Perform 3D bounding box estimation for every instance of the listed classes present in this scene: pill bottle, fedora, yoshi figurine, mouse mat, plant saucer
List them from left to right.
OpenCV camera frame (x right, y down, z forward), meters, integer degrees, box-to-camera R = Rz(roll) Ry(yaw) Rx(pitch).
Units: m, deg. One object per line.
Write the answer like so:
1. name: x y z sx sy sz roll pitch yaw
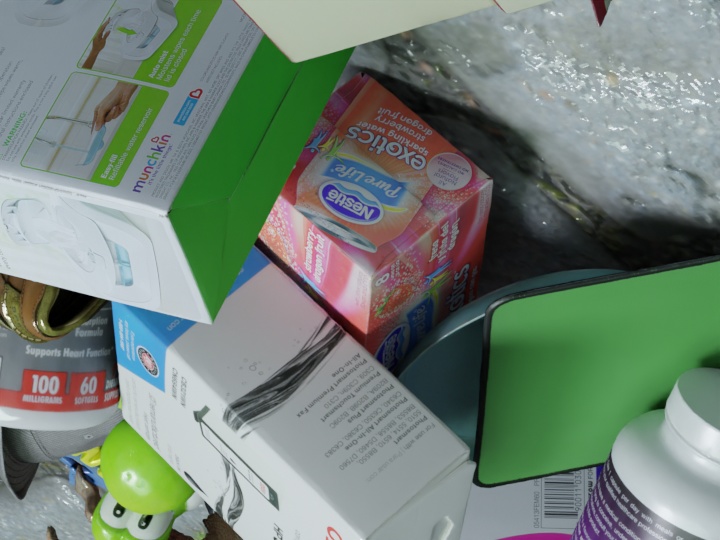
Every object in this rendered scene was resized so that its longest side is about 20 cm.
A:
1. pill bottle: -0.181 -0.019 1.391 0.115 0.201 0.116 8 -169 -2
2. fedora: -0.176 0.052 1.549 0.090 0.178 0.201 3 138 9
3. yoshi figurine: -0.100 0.078 1.480 0.112 0.201 0.112 5 149 37
4. plant saucer: 0.105 0.056 1.382 0.199 0.028 0.201 -11 147 -7
5. mouse mat: 0.142 0.057 1.368 0.160 0.008 0.200 -10 147 -8
6. pill bottle: 0.178 0.159 1.396 0.112 0.113 0.201 24 117 4

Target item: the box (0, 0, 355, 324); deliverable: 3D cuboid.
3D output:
1. box: -0.122 -0.094 1.242 0.175 0.201 0.097 11 147 22

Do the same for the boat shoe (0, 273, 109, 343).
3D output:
1. boat shoe: -0.120 -0.042 1.313 0.072 0.201 0.068 41 165 -32

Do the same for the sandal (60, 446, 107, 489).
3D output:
1. sandal: -0.212 0.103 1.733 0.087 0.080 0.200 -5 136 48

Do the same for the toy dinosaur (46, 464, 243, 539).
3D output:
1. toy dinosaur: -0.124 0.186 1.544 0.135 0.200 0.086 6 102 2

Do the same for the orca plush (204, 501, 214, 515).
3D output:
1. orca plush: -0.056 0.104 1.622 0.071 0.105 0.200 58 152 7

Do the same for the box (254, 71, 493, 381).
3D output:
1. box: 0.000 0.000 1.369 0.103 0.095 0.200 42 155 21

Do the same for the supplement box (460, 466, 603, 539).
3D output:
1. supplement box: 0.057 0.170 1.544 0.198 0.102 0.104 3 146 2

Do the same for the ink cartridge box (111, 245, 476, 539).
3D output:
1. ink cartridge box: -0.039 0.090 1.343 0.200 0.084 0.146 43 156 21

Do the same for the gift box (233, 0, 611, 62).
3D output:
1. gift box: 0.016 -0.193 0.998 0.186 0.201 0.184 -12 137 45
